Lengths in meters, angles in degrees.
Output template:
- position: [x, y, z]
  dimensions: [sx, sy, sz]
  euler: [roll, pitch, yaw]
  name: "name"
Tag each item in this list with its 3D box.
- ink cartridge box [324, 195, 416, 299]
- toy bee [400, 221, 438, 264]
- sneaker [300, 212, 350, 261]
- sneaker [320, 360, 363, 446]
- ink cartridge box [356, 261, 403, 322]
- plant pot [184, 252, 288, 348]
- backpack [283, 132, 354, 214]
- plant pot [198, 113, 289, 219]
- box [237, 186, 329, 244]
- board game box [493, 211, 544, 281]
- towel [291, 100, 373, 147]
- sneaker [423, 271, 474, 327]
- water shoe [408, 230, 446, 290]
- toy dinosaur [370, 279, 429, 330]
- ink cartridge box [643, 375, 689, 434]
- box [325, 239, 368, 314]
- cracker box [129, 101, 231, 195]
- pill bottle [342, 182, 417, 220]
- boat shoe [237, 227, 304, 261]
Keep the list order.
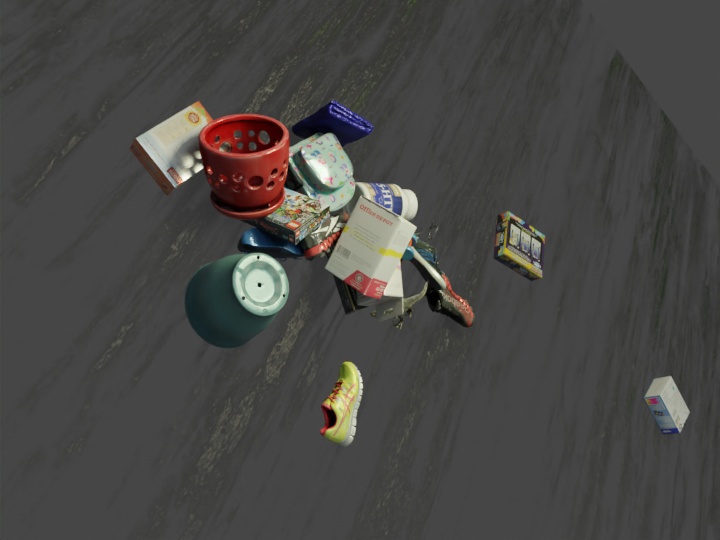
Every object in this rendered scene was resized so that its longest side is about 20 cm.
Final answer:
- position: [0.025, -0.056, 1.493]
  dimensions: [0.083, 0.144, 0.203]
  euler: [18, 102, -54]
  name: "ink cartridge box"
- position: [0.108, -0.089, 1.675]
  dimensions: [0.108, 0.201, 0.132]
  euler: [29, 27, -15]
  name: "toy bee"
- position: [-0.089, -0.109, 1.535]
  dimensions: [0.099, 0.070, 0.200]
  euler: [60, 41, -14]
  name: "sneaker"
- position: [-0.051, 0.315, 1.487]
  dimensions: [0.089, 0.078, 0.204]
  euler: [19, 65, -29]
  name: "sneaker"
- position: [0.045, 0.022, 1.571]
  dimensions: [0.066, 0.116, 0.204]
  euler: [8, 69, -37]
  name: "ink cartridge box"
- position: [-0.256, 0.054, 1.343]
  dimensions: [0.197, 0.187, 0.204]
  euler: [13, 68, -34]
  name: "plant pot"
- position: [-0.107, -0.243, 1.593]
  dimensions: [0.177, 0.149, 0.202]
  euler: [-36, 103, -41]
  name: "backpack"
- position: [-0.255, -0.228, 1.393]
  dimensions: [0.200, 0.198, 0.185]
  euler: [-38, 142, -39]
  name: "plant pot"
- position: [-0.190, -0.142, 1.467]
  dimensions: [0.136, 0.198, 0.038]
  euler: [-42, 145, -42]
  name: "box"
- position: [0.542, -0.081, 2.094]
  dimensions: [0.198, 0.056, 0.168]
  euler: [27, 62, -28]
  name: "board game box"
- position: [-0.074, -0.380, 1.623]
  dimensions: [0.146, 0.199, 0.051]
  euler: [18, 76, -33]
  name: "towel"
- position: [0.251, 0.101, 1.788]
  dimensions: [0.201, 0.070, 0.098]
  euler: [49, 52, -11]
  name: "sneaker"
- position: [0.190, -0.035, 1.741]
  dimensions: [0.078, 0.072, 0.201]
  euler: [-33, 66, -15]
  name: "water shoe"
- position: [0.118, 0.105, 1.687]
  dimensions: [0.198, 0.047, 0.089]
  euler: [-27, 133, -26]
  name: "toy dinosaur"
- position: [1.190, 0.534, 2.377]
  dimensions: [0.136, 0.076, 0.202]
  euler: [-35, 96, -39]
  name: "ink cartridge box"
- position: [0.000, 0.000, 1.651]
  dimensions: [0.158, 0.049, 0.204]
  euler: [-13, 83, -42]
  name: "box"
- position: [-0.410, -0.284, 1.421]
  dimensions: [0.135, 0.057, 0.200]
  euler: [53, 50, -11]
  name: "cracker box"
- position: [0.058, -0.182, 1.711]
  dimensions: [0.197, 0.119, 0.122]
  euler: [-5, 78, -39]
  name: "pill bottle"
- position: [-0.208, -0.068, 1.502]
  dimensions: [0.197, 0.068, 0.086]
  euler: [12, 59, -35]
  name: "boat shoe"
